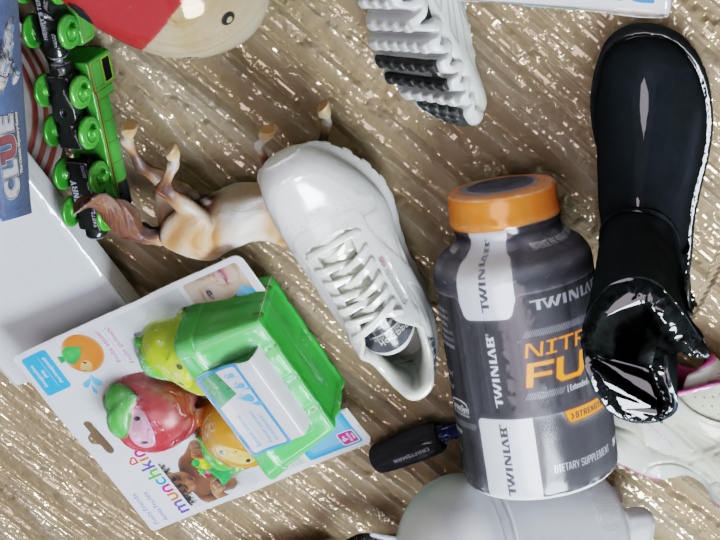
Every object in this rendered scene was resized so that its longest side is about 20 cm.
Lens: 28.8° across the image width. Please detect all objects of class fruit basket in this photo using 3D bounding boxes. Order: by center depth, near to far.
[{"bbox_3d":[-0.121,0.098,1.009,0.200,0.094,0.185,-26,116,14],"label":"fruit basket"}]

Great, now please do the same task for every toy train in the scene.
[{"bbox_3d":[-0.188,-0.117,0.937,0.042,0.056,0.201,6,121,23],"label":"toy train"}]

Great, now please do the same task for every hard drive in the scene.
[{"bbox_3d":[-0.255,-0.009,1.009,0.132,0.027,0.200,-19,125,21],"label":"hard drive"}]

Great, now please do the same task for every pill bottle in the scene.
[{"bbox_3d":[0.106,0.040,0.922,0.106,0.106,0.201,-6,104,16],"label":"pill bottle"}]

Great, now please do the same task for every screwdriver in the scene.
[{"bbox_3d":[0.093,0.110,1.018,0.200,0.028,0.029,-19,84,25],"label":"screwdriver"}]

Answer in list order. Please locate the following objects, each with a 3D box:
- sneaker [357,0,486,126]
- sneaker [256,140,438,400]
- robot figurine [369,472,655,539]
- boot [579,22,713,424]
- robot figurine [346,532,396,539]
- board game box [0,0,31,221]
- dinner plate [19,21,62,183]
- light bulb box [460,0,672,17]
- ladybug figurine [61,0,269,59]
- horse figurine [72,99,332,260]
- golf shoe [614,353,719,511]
[{"bbox_3d":[0.036,-0.172,0.850,0.075,0.081,0.200,20,150,47],"label":"sneaker"},{"bbox_3d":[0.000,0.000,0.917,0.076,0.081,0.200,-25,129,15],"label":"sneaker"},{"bbox_3d":[0.109,0.196,0.987,0.199,0.170,0.113,0,102,-27],"label":"robot figurine"},{"bbox_3d":[0.173,-0.029,0.843,0.076,0.168,0.201,1,119,12],"label":"boot"},{"bbox_3d":[-0.005,0.265,1.112,0.199,0.058,0.145,-17,114,21],"label":"robot figurine"},{"bbox_3d":[-0.281,-0.136,0.901,0.135,0.035,0.201,5,104,24],"label":"board game box"},{"bbox_3d":[-0.299,-0.119,0.980,0.199,0.024,0.201,5,121,9],"label":"dinner plate"},{"bbox_3d":[0.109,-0.256,0.711,0.124,0.198,0.201,7,119,11],"label":"light bulb box"},{"bbox_3d":[-0.145,-0.198,0.822,0.200,0.072,0.136,40,134,-9],"label":"ladybug figurine"},{"bbox_3d":[-0.087,-0.047,0.946,0.199,0.050,0.133,-8,138,0],"label":"horse figurine"},{"bbox_3d":[0.252,0.111,0.939,0.200,0.075,0.092,19,111,25],"label":"golf shoe"}]
